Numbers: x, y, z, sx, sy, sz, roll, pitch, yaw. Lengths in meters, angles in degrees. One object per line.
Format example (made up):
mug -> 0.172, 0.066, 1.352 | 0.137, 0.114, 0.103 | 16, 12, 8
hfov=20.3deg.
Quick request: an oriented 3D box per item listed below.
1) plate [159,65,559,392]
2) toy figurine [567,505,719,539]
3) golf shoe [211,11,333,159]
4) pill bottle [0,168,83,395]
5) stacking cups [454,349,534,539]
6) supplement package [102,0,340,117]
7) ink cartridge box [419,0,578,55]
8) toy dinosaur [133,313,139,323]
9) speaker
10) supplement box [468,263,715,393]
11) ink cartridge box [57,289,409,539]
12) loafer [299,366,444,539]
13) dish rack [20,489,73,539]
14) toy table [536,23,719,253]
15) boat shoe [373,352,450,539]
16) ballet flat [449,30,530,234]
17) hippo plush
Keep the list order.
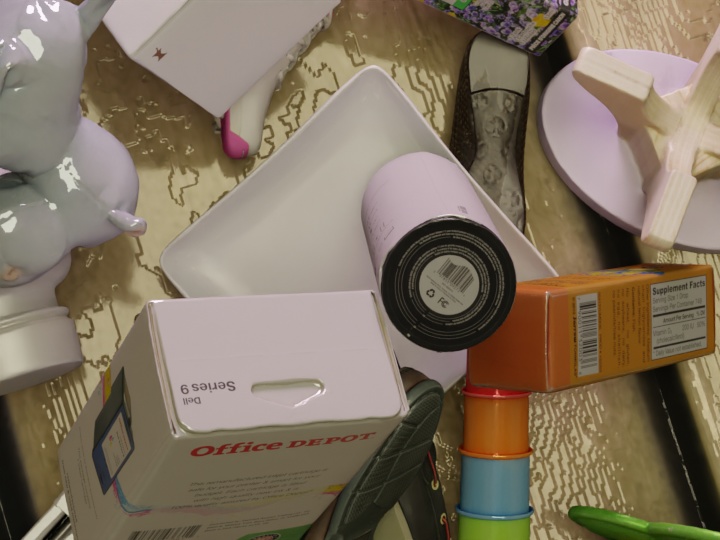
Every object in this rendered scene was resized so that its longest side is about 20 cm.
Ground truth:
plate -> 0.000, 0.000, 1.347 | 0.200, 0.032, 0.200 | -41, 97, 5
toy figurine -> 0.205, 0.267, 1.304 | 0.198, 0.150, 0.186 | 14, 77, 17
golf shoe -> -0.054, -0.173, 1.370 | 0.091, 0.075, 0.202 | 8, 82, -9
pill bottle -> -0.250, -0.023, 1.303 | 0.113, 0.114, 0.202 | -17, 84, -9
stacking cups -> 0.088, 0.139, 1.330 | 0.060, 0.061, 0.202 | 0, 93, -7
supplement package -> -0.128, -0.219, 1.296 | 0.117, 0.117, 0.200 | -41, 62, 8
ink cartridge box -> 0.052, -0.234, 1.351 | 0.199, 0.050, 0.110 | 22, 49, -23
toy dinosaur -> -0.091, 0.106, 1.321 | 0.106, 0.060, 0.201 | -31, 82, -34
speaker -> 0.043, -0.016, 1.229 | 0.080, 0.200, 0.082 | -1, 103, -3
supplement box -> 0.154, 0.035, 1.308 | 0.199, 0.066, 0.070 | -5, 95, -50
ink cartridge box -> -0.079, 0.096, 1.172 | 0.144, 0.200, 0.088 | -3, 64, -26
loafer -> -0.013, 0.137, 1.266 | 0.063, 0.072, 0.201 | 38, 120, 27
dish rack -> -0.168, 0.244, 1.312 | 0.171, 0.044, 0.200 | 42, 79, -1
toy table -> 0.225, -0.093, 1.369 | 0.198, 0.117, 0.186 | 12, 81, -4
boat shoe -> 0.010, 0.116, 1.320 | 0.073, 0.063, 0.203 | -7, 100, 32
ballet flat -> 0.082, -0.069, 1.390 | 0.067, 0.046, 0.202 | 7, 86, -5
hippo plush -> -0.208, -0.085, 1.218 | 0.199, 0.159, 0.162 | -37, 125, -15
